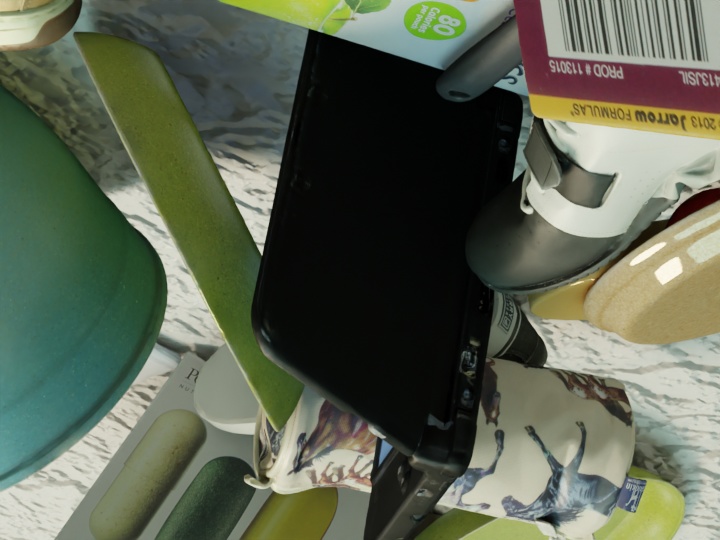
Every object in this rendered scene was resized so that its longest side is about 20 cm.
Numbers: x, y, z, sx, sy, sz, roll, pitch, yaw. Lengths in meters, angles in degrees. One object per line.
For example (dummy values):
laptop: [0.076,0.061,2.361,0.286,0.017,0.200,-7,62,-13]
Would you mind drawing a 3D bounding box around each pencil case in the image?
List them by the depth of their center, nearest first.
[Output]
pencil case: [0.040,0.084,1.220,0.200,0.089,0.078,10,165,-20]

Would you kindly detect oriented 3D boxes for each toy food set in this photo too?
toy food set: [0.185,-0.022,1.082,0.198,0.049,0.200,-10,160,-35]

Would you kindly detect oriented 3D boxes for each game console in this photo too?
game console: [0.000,0.000,1.096,0.116,0.200,0.176,17,148,-9]

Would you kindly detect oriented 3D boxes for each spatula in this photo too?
spatula: [0.080,-0.113,0.962,0.056,0.021,0.200,17,148,-21]

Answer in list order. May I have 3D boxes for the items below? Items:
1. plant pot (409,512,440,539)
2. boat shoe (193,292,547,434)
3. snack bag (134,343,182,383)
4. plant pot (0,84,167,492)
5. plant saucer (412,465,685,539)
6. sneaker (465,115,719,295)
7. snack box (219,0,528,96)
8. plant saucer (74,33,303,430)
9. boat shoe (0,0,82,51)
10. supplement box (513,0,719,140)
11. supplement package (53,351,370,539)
plant pot: [-0.021,0.258,1.541,0.200,0.174,0.200,7,149,4]
boat shoe: [0.003,0.058,1.310,0.200,0.071,0.064,-14,140,30]
snack bag: [-0.224,0.043,1.397,0.200,0.021,0.189,-22,136,40]
plant pot: [-0.221,-0.020,1.151,0.200,0.200,0.188,-8,131,27]
plant saucer: [0.093,0.165,1.426,0.200,0.031,0.200,-20,152,-11]
sneaker: [0.098,-0.062,1.000,0.088,0.074,0.200,29,134,-29]
snack box: [0.056,-0.138,0.999,0.200,0.053,0.142,16,149,-11]
plant saucer: [-0.070,-0.023,1.104,0.031,0.200,0.200,-27,144,-3]
boat shoe: [-0.223,-0.143,1.069,0.200,0.072,0.076,-1,133,4]
supplement box: [0.165,-0.117,0.825,0.200,0.103,0.131,-18,-163,-31]
supplement package: [-0.087,0.187,1.379,0.152,0.200,0.151,27,153,13]
